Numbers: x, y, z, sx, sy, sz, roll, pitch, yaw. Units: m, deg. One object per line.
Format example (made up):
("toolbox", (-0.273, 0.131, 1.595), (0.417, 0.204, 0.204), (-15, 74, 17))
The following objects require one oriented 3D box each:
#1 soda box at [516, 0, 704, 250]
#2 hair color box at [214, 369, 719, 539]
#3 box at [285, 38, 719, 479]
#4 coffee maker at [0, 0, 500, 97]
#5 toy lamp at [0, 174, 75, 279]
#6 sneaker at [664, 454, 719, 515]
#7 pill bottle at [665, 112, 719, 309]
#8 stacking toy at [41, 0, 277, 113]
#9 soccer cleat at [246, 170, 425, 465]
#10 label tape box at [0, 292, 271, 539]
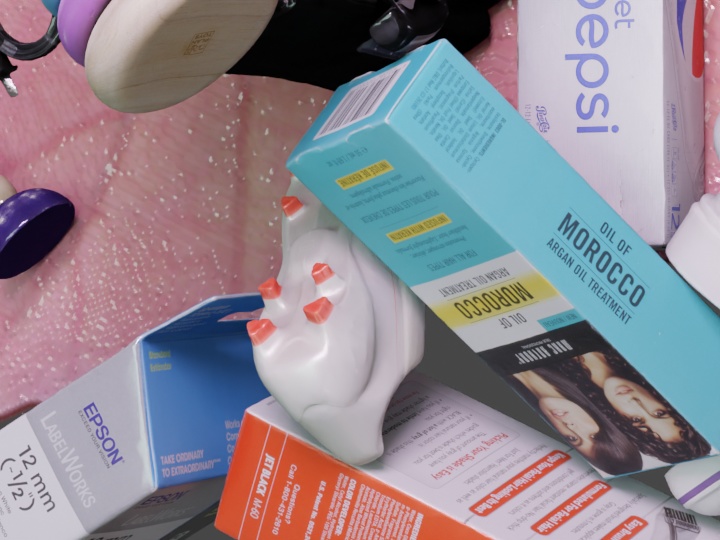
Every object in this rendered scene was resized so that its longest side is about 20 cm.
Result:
("soda box", (0.108, -0.108, 1.211), (0.068, 0.063, 0.201), (-1, 90, 23))
("hair color box", (0.052, 0.112, 1.207), (0.200, 0.111, 0.064), (25, 114, 22))
("box", (0.068, -0.001, 1.155), (0.200, 0.049, 0.082), (44, 150, -16))
("coffee maker", (-0.037, -0.143, 1.201), (0.191, 0.200, 0.135), (-8, 85, 23))
("toy lamp", (-0.221, -0.081, 1.361), (0.200, 0.058, 0.058), (47, 107, 17))
("sneaker", (0.228, 0.090, 1.157), (0.200, 0.073, 0.115), (-22, 87, 24))
("pill bottle", (0.213, -0.065, 1.140), (0.111, 0.111, 0.200), (40, 105, 19))
("stacking toy", (-0.120, -0.156, 1.089), (0.085, 0.085, 0.200), (-47, 69, 17))
("soccer cleat", (0.000, 0.000, 1.215), (0.069, 0.200, 0.078), (-15, 122, 26))
("label tape box", (-0.094, 0.082, 1.254), (0.200, 0.143, 0.066), (-31, 78, 23))
